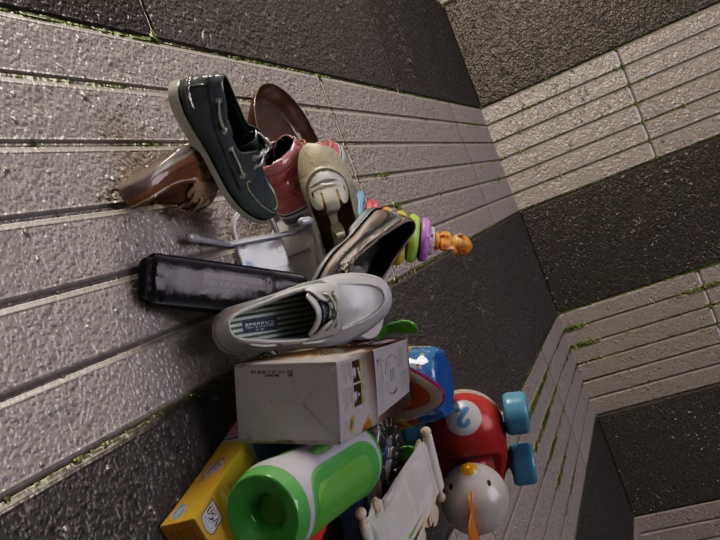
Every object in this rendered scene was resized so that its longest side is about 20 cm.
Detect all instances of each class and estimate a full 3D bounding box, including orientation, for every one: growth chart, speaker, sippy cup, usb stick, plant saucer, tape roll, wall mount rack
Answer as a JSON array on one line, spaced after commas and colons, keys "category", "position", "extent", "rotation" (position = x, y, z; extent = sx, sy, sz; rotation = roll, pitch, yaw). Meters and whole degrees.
[{"category": "growth chart", "position": [0.056, 0.287, 0.908], "extent": [0.200, 0.018, 0.146], "rotation": [-39, 126, -53]}, {"category": "speaker", "position": [-0.047, 0.209, 0.743], "extent": [0.200, 0.088, 0.089], "rotation": [-4, 75, -67]}, {"category": "sippy cup", "position": [0.057, 0.161, 1.045], "extent": [0.140, 0.130, 0.179], "rotation": [-4, 83, -70]}, {"category": "usb stick", "position": [-0.136, 0.020, 0.792], "extent": [0.199, 0.032, 0.056], "rotation": [9, 77, -41]}, {"category": "plant saucer", "position": [-0.107, -0.175, 1.110], "extent": [0.200, 0.032, 0.201], "rotation": [47, 32, -42]}, {"category": "tape roll", "position": [-0.044, 0.008, 1.048], "extent": [0.203, 0.070, 0.203], "rotation": [48, 31, -42]}, {"category": "wall mount rack", "position": [-0.118, 0.012, 0.884], "extent": [0.173, 0.074, 0.201], "rotation": [-13, 81, -34]}]

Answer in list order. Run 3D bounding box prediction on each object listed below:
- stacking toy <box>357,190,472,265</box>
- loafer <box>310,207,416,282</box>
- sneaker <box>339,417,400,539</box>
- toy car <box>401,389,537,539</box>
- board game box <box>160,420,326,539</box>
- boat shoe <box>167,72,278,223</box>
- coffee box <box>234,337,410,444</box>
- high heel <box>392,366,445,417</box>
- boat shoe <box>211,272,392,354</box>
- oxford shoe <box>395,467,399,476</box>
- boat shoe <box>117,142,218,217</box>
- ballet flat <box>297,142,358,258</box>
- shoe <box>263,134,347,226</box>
[{"category": "stacking toy", "position": [0.078, -0.050, 1.191], "extent": [0.110, 0.198, 0.117], "rotation": [-85, 180, -50]}, {"category": "loafer", "position": [0.000, 0.000, 0.865], "extent": [0.201, 0.063, 0.072], "rotation": [-60, 140, -34]}, {"category": "sneaker", "position": [-0.003, 0.271, 0.910], "extent": [0.078, 0.089, 0.202], "rotation": [7, 85, -60]}, {"category": "toy car", "position": [0.154, 0.284, 1.052], "extent": [0.200, 0.183, 0.178], "rotation": [-78, 158, -67]}, {"category": "board game box", "position": [-0.101, 0.244, 0.754], "extent": [0.154, 0.040, 0.200], "rotation": [63, 23, -15]}, {"category": "boat shoe", "position": [-0.127, -0.126, 0.805], "extent": [0.200, 0.061, 0.073], "rotation": [59, 19, -45]}, {"category": "coffee box", "position": [-0.031, 0.122, 0.797], "extent": [0.200, 0.114, 0.080], "rotation": [-4, 90, -66]}, {"category": "high heel", "position": [0.023, 0.130, 0.941], "extent": [0.096, 0.199, 0.068], "rotation": [-13, 110, -61]}, {"category": "boat shoe", "position": [-0.049, 0.049, 0.772], "extent": [0.067, 0.199, 0.074], "rotation": [-18, -92, 68]}, {"category": "oxford shoe", "position": [0.058, 0.344, 0.990], "extent": [0.201, 0.073, 0.071], "rotation": [63, 23, -16]}, {"category": "boat shoe", "position": [-0.184, -0.097, 0.814], "extent": [0.072, 0.075, 0.200], "rotation": [66, 24, -13]}, {"category": "ballet flat", "position": [-0.027, -0.063, 0.934], "extent": [0.062, 0.067, 0.201], "rotation": [-141, -146, -82]}, {"category": "shoe", "position": [-0.077, -0.150, 1.023], "extent": [0.091, 0.071, 0.201], "rotation": [64, 27, -28]}]
